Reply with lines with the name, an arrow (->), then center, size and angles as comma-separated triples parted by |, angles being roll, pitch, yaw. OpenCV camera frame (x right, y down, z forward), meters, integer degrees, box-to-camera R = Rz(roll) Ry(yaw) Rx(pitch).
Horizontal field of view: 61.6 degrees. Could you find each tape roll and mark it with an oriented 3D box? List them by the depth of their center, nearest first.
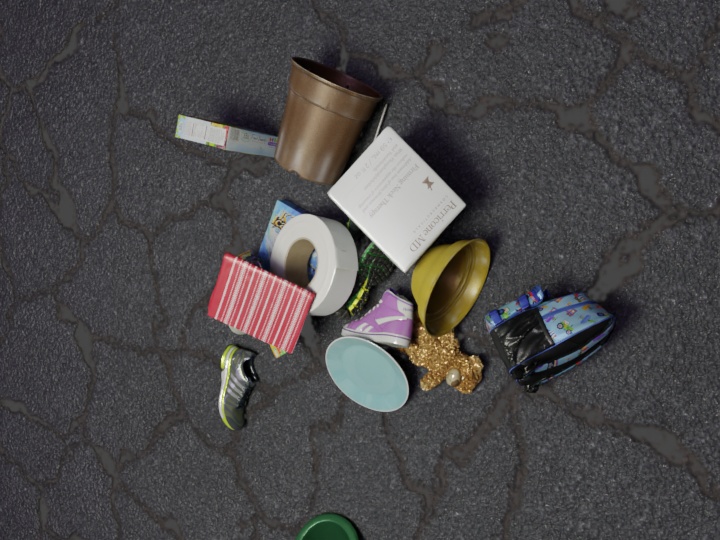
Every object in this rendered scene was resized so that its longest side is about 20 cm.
tape roll -> -0.098, -0.010, 1.243 | 0.199, 0.070, 0.208 | -7, 79, 41

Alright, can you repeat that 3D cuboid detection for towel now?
towel -> -0.201, 0.065, 1.199 | 0.196, 0.023, 0.147 | 24, 113, 1

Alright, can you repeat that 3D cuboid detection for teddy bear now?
teddy bear -> 0.149, 0.169, 1.209 | 0.145, 0.066, 0.202 | -44, 73, 24

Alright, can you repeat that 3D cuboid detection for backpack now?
backpack -> 0.334, 0.105, 1.054 | 0.197, 0.182, 0.137 | -31, 62, 11

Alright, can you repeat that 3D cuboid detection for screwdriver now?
screwdriver -> 0.020, -0.249, 1.267 | 0.027, 0.029, 0.204 | 25, 109, 23

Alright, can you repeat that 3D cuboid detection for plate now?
plate -> 0.016, 0.213, 1.267 | 0.196, 0.026, 0.204 | 19, 132, 22

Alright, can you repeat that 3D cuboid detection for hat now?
hat -> -0.059, 0.681, 1.376 | 0.162, 0.177, 0.203 | 11, 60, 27

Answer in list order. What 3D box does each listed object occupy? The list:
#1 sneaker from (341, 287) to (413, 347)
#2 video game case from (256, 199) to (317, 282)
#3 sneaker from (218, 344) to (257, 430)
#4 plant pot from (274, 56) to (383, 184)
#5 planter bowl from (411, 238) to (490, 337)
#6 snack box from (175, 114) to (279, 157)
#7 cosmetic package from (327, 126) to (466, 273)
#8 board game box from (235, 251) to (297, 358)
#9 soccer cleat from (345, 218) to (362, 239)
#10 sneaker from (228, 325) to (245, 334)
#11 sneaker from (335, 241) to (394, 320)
sneaker -> 0.040, 0.096, 1.252 | 0.198, 0.072, 0.117 | -3, 73, 48
video game case -> -0.135, -0.032, 1.355 | 0.197, 0.045, 0.185 | 30, 105, 23
sneaker -> -0.287, 0.282, 1.439 | 0.079, 0.074, 0.206 | 2, 96, 23
plant pot -> -0.080, -0.299, 1.236 | 0.198, 0.199, 0.202 | 33, 114, 21
planter bowl -> 0.153, 0.016, 1.134 | 0.083, 0.198, 0.204 | 32, 107, 33
snack box -> -0.285, -0.293, 1.328 | 0.140, 0.199, 0.054 | 19, 102, 24
cosmetic package -> 0.069, -0.128, 1.136 | 0.200, 0.166, 0.168 | 44, 94, 2
board game box -> -0.211, 0.068, 1.305 | 0.056, 0.165, 0.204 | -26, 106, -13
soccer cleat -> 0.034, -0.148, 1.251 | 0.080, 0.067, 0.203 | 29, 104, 16
sneaker -> -0.284, 0.083, 1.365 | 0.070, 0.201, 0.074 | -14, 67, -7
sneaker -> 0.000, 0.000, 1.270 | 0.201, 0.078, 0.085 | -51, 34, 6
